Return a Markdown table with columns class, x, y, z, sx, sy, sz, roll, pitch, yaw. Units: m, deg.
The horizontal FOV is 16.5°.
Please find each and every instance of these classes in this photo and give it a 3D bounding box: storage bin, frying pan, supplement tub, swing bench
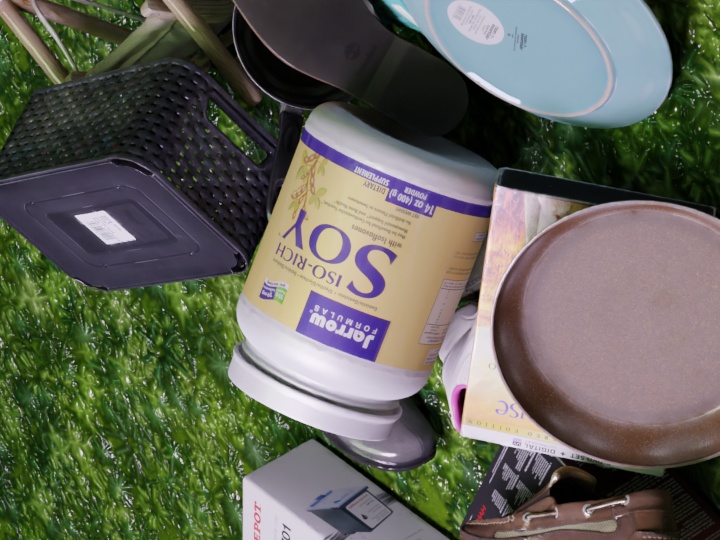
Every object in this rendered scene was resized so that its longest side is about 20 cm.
| class | x | y | z | sx | sy | sz | roll | pitch | yaw |
| --- | --- | --- | --- | --- | --- | --- | --- | --- | --- |
| storage bin | -0.163 | -0.066 | 1.807 | 0.199 | 0.094 | 0.135 | -8 | 138 | 46 |
| frying pan | -0.031 | -0.133 | 1.770 | 0.031 | 0.114 | 0.191 | 165 | 95 | -72 |
| supplement tub | 0.000 | 0.000 | 1.707 | 0.145 | 0.145 | 0.201 | 29 | 102 | 39 |
| swing bench | -0.174 | -0.193 | 1.846 | 0.200 | 0.130 | 0.199 | 36 | 149 | -17 |

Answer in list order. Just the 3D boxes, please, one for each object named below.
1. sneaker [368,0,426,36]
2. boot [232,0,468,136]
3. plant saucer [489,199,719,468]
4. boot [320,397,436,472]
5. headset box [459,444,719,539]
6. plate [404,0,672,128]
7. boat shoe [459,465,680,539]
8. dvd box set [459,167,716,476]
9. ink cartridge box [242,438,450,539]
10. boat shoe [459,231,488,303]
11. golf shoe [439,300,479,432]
| class | x | y | z | sx | sy | sz | roll | pitch | yaw |
| --- | --- | --- | --- | --- | --- | --- | --- | --- | --- |
| sneaker | 0.013 | -0.206 | 1.716 | 0.200 | 0.077 | 0.080 | 37 | 150 | 35 |
| boot | -0.019 | -0.161 | 1.701 | 0.200 | 0.074 | 0.075 | 38 | 180 | -14 |
| plant saucer | 0.184 | 0.037 | 1.606 | 0.199 | 0.032 | 0.201 | 5 | 121 | 9 |
| boot | -0.011 | 0.054 | 1.920 | 0.200 | 0.070 | 0.132 | 42 | 143 | 26 |
| headset box | 0.177 | 0.198 | 1.763 | 0.200 | 0.077 | 0.149 | 46 | 142 | 22 |
| plate | 0.105 | -0.153 | 1.591 | 0.199 | 0.026 | 0.201 | 25 | 154 | 13 |
| boat shoe | 0.143 | 0.170 | 1.679 | 0.202 | 0.074 | 0.075 | -2 | 84 | 51 |
| dvd box set | 0.148 | 0.036 | 1.653 | 0.145 | 0.029 | 0.201 | 12 | 122 | 7 |
| ink cartridge box | -0.004 | 0.254 | 2.035 | 0.200 | 0.086 | 0.147 | 32 | 135 | 35 |
| boat shoe | 0.059 | 0.001 | 1.798 | 0.200 | 0.062 | 0.072 | -30 | 88 | 55 |
| golf shoe | 0.109 | 0.047 | 1.730 | 0.200 | 0.075 | 0.092 | 120 | 156 | -57 |
